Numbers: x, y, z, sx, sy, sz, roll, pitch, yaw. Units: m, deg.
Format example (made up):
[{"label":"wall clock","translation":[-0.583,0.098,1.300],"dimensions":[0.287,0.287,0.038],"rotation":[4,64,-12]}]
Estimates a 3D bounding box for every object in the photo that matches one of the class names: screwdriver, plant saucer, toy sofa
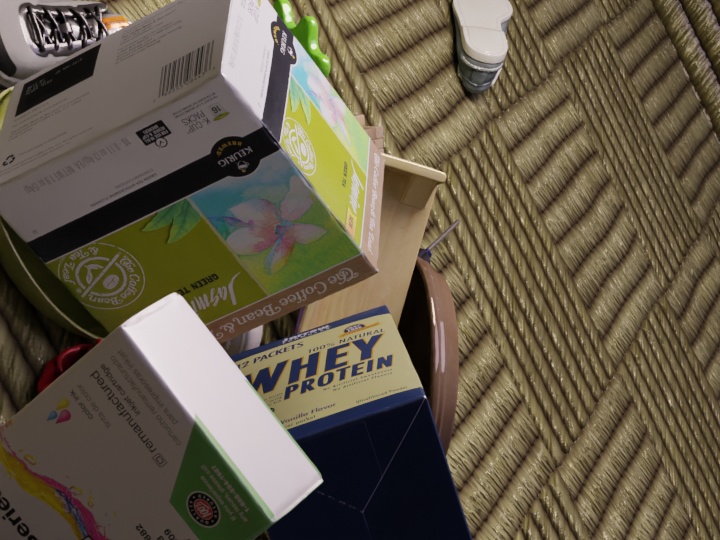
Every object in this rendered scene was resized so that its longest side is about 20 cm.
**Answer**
[{"label":"screwdriver","translation":[0.071,-0.020,2.187],"dimensions":[0.200,0.028,0.029],"rotation":[-34,130,-68]},{"label":"plant saucer","translation":[-0.216,-0.036,1.565],"dimensions":[0.200,0.031,0.200],"rotation":[47,29,-36]},{"label":"plant saucer","translation":[0.051,0.088,1.845],"dimensions":[0.200,0.029,0.200],"rotation":[-178,-90,-80]},{"label":"toy sofa","translation":[0.000,0.000,1.814],"dimensions":[0.098,0.083,0.200],"rotation":[-172,-82,-81]}]

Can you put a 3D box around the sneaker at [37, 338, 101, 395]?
[{"label":"sneaker","translation":[-0.150,0.102,1.519],"dimensions":[0.200,0.078,0.116],"rotation":[13,58,-64]}]

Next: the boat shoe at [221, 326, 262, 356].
[{"label":"boat shoe","translation":[-0.131,-0.019,1.689],"dimensions":[0.068,0.072,0.200],"rotation":[-24,113,-32]}]

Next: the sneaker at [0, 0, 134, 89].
[{"label":"sneaker","translation":[-0.224,-0.176,1.623],"dimensions":[0.200,0.079,0.074],"rotation":[4,66,-63]}]

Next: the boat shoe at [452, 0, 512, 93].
[{"label":"boat shoe","translation":[0.138,-0.273,2.563],"dimensions":[0.200,0.073,0.062],"rotation":[-87,-171,-59]}]

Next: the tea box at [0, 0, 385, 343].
[{"label":"tea box","translation":[-0.116,-0.065,1.513],"dimensions":[0.197,0.200,0.134],"rotation":[50,27,-32]}]

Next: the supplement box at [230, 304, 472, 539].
[{"label":"supplement box","translation":[-0.002,0.162,1.586],"dimensions":[0.200,0.134,0.200],"rotation":[-113,-175,-71]}]

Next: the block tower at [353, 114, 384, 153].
[{"label":"block tower","translation":[-0.012,-0.033,1.886],"dimensions":[0.058,0.054,0.200],"rotation":[-21,111,-66]}]

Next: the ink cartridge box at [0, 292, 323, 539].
[{"label":"ink cartridge box","translation":[-0.147,0.133,1.302],"dimensions":[0.145,0.200,0.084],"rotation":[52,26,2]}]

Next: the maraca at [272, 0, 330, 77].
[{"label":"maraca","translation":[-0.069,-0.122,1.804],"dimensions":[0.107,0.200,0.137],"rotation":[-7,29,-36]}]
